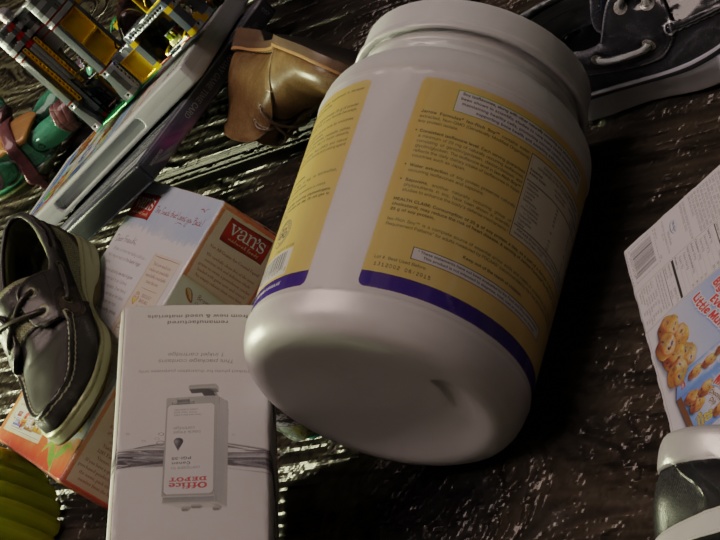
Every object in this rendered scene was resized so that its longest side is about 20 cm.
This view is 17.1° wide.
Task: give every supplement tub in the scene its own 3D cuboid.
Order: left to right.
[{"bbox_3d":[0.034,-0.020,1.200,0.145,0.145,0.201,-21,43,49],"label":"supplement tub"}]

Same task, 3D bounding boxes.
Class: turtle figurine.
[{"bbox_3d":[-0.277,-0.107,1.877,0.200,0.101,0.150,-35,45,8],"label":"turtle figurine"}]

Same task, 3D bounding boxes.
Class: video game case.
[{"bbox_3d":[-0.161,-0.105,1.674,0.200,0.018,0.143,-42,13,29],"label":"video game case"},{"bbox_3d":[-0.140,-0.093,1.644,0.143,0.019,0.200,-38,14,45],"label":"video game case"}]

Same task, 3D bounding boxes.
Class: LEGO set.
[{"bbox_3d":[-0.165,-0.201,1.657,0.154,0.116,0.200,-55,13,-32],"label":"LEGO set"}]

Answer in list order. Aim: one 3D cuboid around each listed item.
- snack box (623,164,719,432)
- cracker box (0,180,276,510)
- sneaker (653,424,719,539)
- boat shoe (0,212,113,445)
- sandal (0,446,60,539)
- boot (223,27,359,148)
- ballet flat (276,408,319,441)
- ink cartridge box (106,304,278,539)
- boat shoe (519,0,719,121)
[{"bbox_3d":[0.163,0.034,1.058,0.072,0.024,0.200,-43,29,24],"label":"snack box"},{"bbox_3d":[-0.141,0.046,1.521,0.200,0.058,0.134,-60,26,-6],"label":"cracker box"},{"bbox_3d":[0.189,0.114,0.891,0.200,0.073,0.112,-11,65,50],"label":"sneaker"},{"bbox_3d":[-0.200,0.032,1.497,0.072,0.066,0.201,-46,27,20],"label":"boat shoe"},{"bbox_3d":[-0.246,0.199,1.513,0.087,0.079,0.200,-40,29,38],"label":"sandal"},{"bbox_3d":[-0.039,-0.112,1.531,0.200,0.073,0.076,15,88,70],"label":"boot"},{"bbox_3d":[0.000,0.000,1.323,0.201,0.072,0.072,-55,26,2],"label":"ballet flat"},{"bbox_3d":[-0.083,0.136,1.221,0.200,0.082,0.147,-92,2,-49],"label":"ink cartridge box"},{"bbox_3d":[0.147,-0.133,1.222,0.200,0.068,0.072,-17,46,52],"label":"boat shoe"}]
